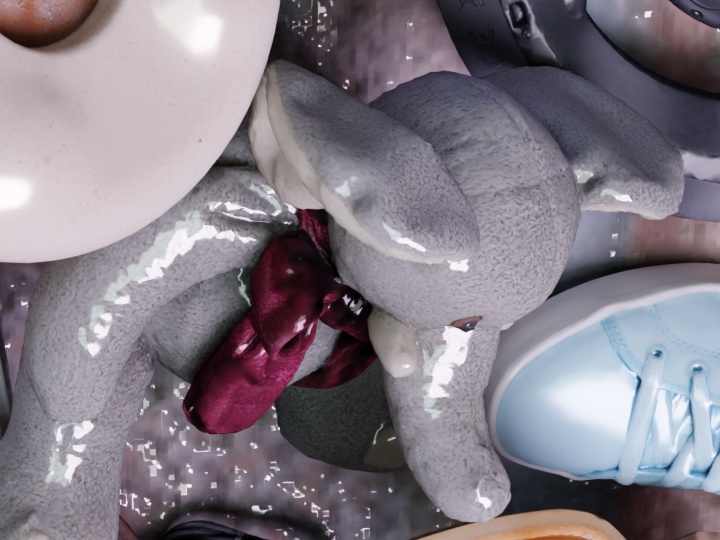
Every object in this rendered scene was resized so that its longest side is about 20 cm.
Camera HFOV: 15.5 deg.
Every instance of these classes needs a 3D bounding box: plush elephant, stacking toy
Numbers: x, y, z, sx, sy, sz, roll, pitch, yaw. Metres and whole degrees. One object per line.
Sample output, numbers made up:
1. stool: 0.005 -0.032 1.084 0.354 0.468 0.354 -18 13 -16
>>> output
1. plush elephant: 0.000 0.000 0.729 0.164 0.155 0.201 -9 108 -43
2. stacking toy: -0.129 -0.081 0.673 0.146 0.200 0.147 -6 98 -42

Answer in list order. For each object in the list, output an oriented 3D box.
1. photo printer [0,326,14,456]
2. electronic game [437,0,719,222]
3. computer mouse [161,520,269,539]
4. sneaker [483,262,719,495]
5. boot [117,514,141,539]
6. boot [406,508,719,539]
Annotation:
1. photo printer: -0.203 0.025 0.761 0.199 0.070 0.167 -11 117 -5
2. electronic game: 0.117 -0.108 0.771 0.199 0.042 0.201 0 113 -1
3. computer mouse: 0.021 0.129 0.881 0.200 0.034 0.059 32 134 -18
4. sneaker: 0.136 0.046 0.830 0.199 0.082 0.074 -1 115 -11
5. boot: -0.039 0.136 0.831 0.199 0.072 0.167 -24 115 19
6. boot: 0.062 0.154 0.761 0.077 0.156 0.200 -24 157 37
